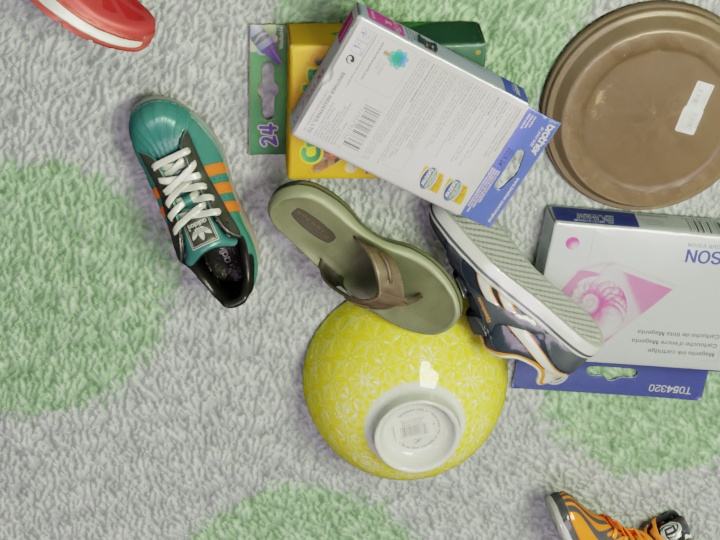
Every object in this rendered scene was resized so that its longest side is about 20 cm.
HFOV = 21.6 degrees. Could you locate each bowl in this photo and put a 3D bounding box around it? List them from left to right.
[{"bbox_3d":[0.046,0.123,1.744,0.198,0.108,0.202,-2,120,-4],"label":"bowl"}]

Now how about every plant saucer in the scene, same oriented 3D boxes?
[{"bbox_3d":[0.257,-0.139,1.662,0.198,0.030,0.202,-3,119,-5],"label":"plant saucer"}]

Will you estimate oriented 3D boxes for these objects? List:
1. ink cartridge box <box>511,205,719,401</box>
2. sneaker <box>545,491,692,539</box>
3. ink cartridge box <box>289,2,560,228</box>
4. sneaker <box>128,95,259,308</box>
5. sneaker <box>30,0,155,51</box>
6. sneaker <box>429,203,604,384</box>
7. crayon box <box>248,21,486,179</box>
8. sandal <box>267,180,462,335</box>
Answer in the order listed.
[{"bbox_3d":[0.253,0.041,1.757,0.194,0.043,0.202,4,118,-8],"label":"ink cartridge box"},{"bbox_3d":[0.266,0.263,1.875,0.112,0.078,0.200,-33,129,8],"label":"sneaker"},{"bbox_3d":[0.054,-0.127,1.581,0.199,0.042,0.120,26,114,-16],"label":"ink cartridge box"},{"bbox_3d":[-0.139,-0.057,1.635,0.071,0.080,0.201,-24,119,8],"label":"sneaker"},{"bbox_3d":[-0.227,-0.268,1.509,0.199,0.079,0.116,32,113,-23],"label":"sneaker"},{"bbox_3d":[0.121,0.022,1.690,0.200,0.078,0.079,45,118,-1],"label":"sneaker"},{"bbox_3d":[0.004,-0.145,1.618,0.198,0.052,0.127,-1,120,-5],"label":"crayon box"},{"bbox_3d":[-0.001,0.000,1.651,0.200,0.058,0.080,33,126,-16],"label":"sandal"}]
